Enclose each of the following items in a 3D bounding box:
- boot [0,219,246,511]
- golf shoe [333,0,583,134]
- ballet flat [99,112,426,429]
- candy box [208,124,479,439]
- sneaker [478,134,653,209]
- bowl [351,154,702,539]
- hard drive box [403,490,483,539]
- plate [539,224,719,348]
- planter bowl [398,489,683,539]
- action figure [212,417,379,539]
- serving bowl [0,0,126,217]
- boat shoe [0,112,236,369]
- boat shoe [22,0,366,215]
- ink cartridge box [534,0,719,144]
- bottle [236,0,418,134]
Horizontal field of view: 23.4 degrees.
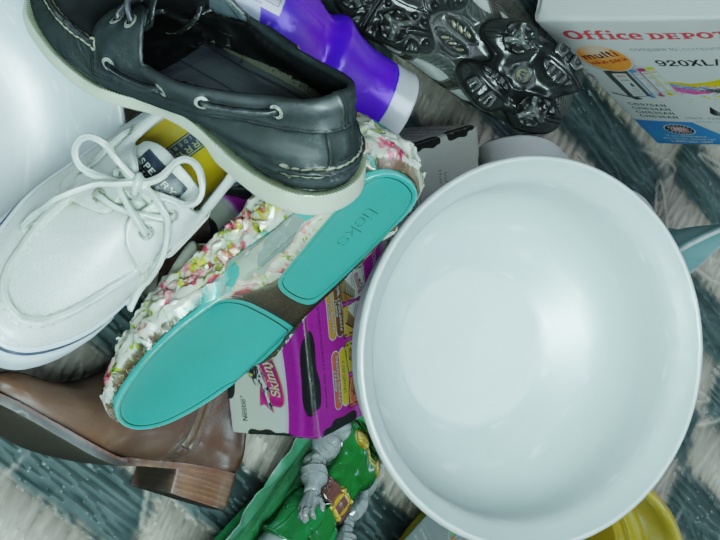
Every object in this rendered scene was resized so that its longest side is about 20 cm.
[{"bbox_3d":[-0.109,0.009,0.916,0.186,0.064,0.201,31,70,-49],"label":"boot"},{"bbox_3d":[0.043,-0.155,1.063,0.200,0.094,0.078,42,90,-6],"label":"golf shoe"},{"bbox_3d":[-0.051,-0.002,0.845,0.200,0.064,0.076,-40,136,13],"label":"ballet flat"},{"bbox_3d":[0.000,0.000,0.972,0.200,0.061,0.137,-21,110,-55],"label":"candy box"},{"bbox_3d":[0.132,-0.016,1.102,0.200,0.073,0.085,22,59,-52],"label":"sneaker"},{"bbox_3d":[0.073,0.042,0.915,0.201,0.090,0.202,0,89,-24],"label":"bowl"},{"bbox_3d":[0.054,0.240,0.963,0.156,0.077,0.200,38,97,-28],"label":"hard drive box"},{"bbox_3d":[0.142,0.023,1.064,0.200,0.200,0.026,-26,76,-39],"label":"plate"},{"bbox_3d":[0.087,0.182,1.039,0.200,0.083,0.201,-7,115,-16],"label":"planter bowl"},{"bbox_3d":[-0.033,0.145,0.972,0.200,0.055,0.118,-55,140,-32],"label":"action figure"},{"bbox_3d":[-0.212,-0.059,0.830,0.200,0.066,0.201,4,84,-41],"label":"serving bowl"},{"bbox_3d":[-0.101,-0.035,0.812,0.075,0.086,0.202,49,58,-2],"label":"boat shoe"},{"bbox_3d":[-0.077,-0.102,0.784,0.074,0.199,0.066,-31,147,-33],"label":"boat shoe"},{"bbox_3d":[0.232,-0.186,1.141,0.200,0.147,0.145,32,67,-51],"label":"ink cartridge box"},{"bbox_3d":[-0.064,-0.126,0.908,0.200,0.084,0.065,26,40,-22],"label":"bottle"}]
